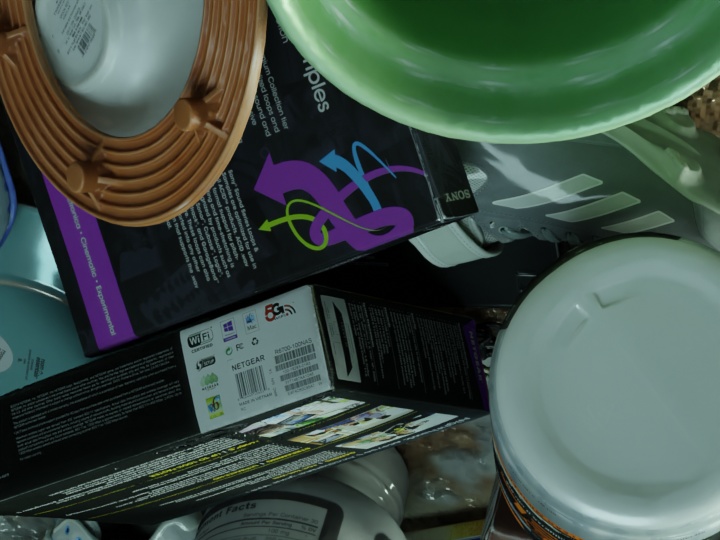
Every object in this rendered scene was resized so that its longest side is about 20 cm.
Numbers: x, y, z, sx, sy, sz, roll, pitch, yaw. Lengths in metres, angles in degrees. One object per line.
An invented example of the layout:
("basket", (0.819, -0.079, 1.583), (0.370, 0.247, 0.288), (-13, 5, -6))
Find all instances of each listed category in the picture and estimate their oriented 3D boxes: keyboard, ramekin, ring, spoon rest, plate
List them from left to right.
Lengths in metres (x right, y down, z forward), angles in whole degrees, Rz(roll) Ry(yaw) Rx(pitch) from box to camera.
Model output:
("plate", (-0.158, 0.042, 1.253), (0.200, 0.026, 0.200), (13, 142, 10))
("ring", (-0.102, -0.116, 0.988), (0.019, 0.201, 0.200), (-8, 153, -38))
("spoon rest", (-0.075, -0.132, 1.022), (0.061, 0.099, 0.200), (-10, 146, -42))
("keyboard", (0.000, 0.000, 1.178), (0.200, 0.021, 0.127), (3, 134, 16))
("ramekin", (0.059, -0.153, 0.915), (0.200, 0.098, 0.200), (-2, 132, -2))

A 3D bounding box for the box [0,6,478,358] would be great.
("box", (-0.058, -0.059, 1.067), (0.200, 0.036, 0.143), (-20, 87, 35))

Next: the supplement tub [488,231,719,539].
("supplement tub", (0.115, 0.064, 1.061), (0.122, 0.123, 0.200), (10, 168, 7))

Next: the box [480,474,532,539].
("box", (0.158, 0.132, 1.203), (0.200, 0.100, 0.075), (16, 137, 1))

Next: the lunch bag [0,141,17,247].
("lunch bag", (-0.232, -0.052, 1.095), (0.082, 0.161, 0.200), (26, 144, 28))

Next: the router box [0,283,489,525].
("router box", (-0.062, 0.065, 1.144), (0.200, 0.051, 0.149), (-20, 164, 26))

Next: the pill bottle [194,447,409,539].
("pill bottle", (-0.036, 0.169, 1.228), (0.111, 0.200, 0.111), (9, 136, 9))

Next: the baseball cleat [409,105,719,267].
("baseball cleat", (0.089, -0.034, 1.072), (0.200, 0.070, 0.106), (29, 120, 3))

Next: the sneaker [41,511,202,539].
("sneaker", (-0.151, 0.158, 1.364), (0.200, 0.075, 0.087), (-11, 107, 29))

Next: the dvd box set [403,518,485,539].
("dvd box set", (0.034, 0.201, 1.281), (0.200, 0.146, 0.029), (-14, 146, 28))
